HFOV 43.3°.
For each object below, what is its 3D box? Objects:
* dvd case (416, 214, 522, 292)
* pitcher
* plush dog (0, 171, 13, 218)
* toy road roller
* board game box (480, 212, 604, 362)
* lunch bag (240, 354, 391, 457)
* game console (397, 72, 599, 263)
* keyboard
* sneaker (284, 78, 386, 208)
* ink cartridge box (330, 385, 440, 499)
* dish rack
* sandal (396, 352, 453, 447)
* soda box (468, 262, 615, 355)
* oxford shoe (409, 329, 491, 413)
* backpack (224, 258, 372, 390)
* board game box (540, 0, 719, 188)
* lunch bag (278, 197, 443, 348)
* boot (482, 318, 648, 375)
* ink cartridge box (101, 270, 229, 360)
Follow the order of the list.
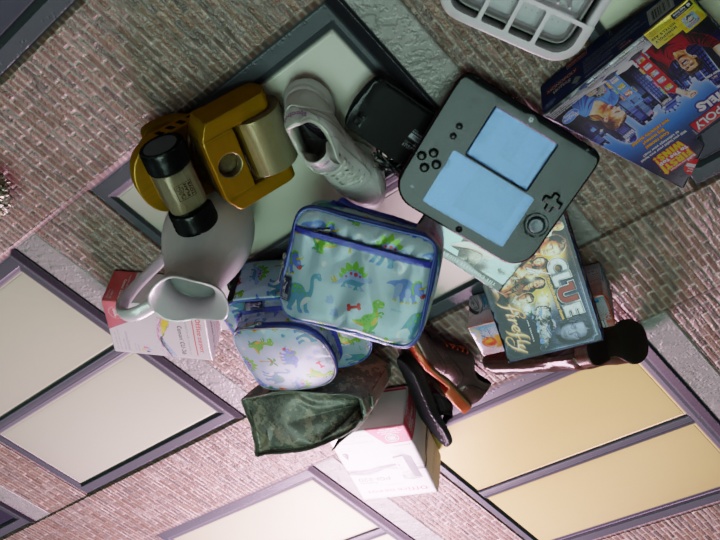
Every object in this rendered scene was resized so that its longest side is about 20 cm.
[{"bbox_3d":[0.175,-0.084,1.146,0.145,0.022,0.201,31,118,-8],"label":"dvd case"},{"bbox_3d":[-0.229,-0.020,1.191,0.170,0.201,0.122,-10,132,19],"label":"pitcher"},{"bbox_3d":[-0.596,-0.121,1.206,0.198,0.161,0.174,-10,109,18],"label":"plush dog"},{"bbox_3d":[-0.193,-0.151,1.135,0.199,0.146,0.124,-31,128,-14],"label":"toy road roller"},{"bbox_3d":[0.231,0.012,1.210,0.134,0.035,0.202,-16,103,22],"label":"board game box"},{"bbox_3d":[-0.055,0.201,1.391,0.198,0.164,0.119,-11,101,18],"label":"lunch bag"},{"bbox_3d":[0.162,-0.118,1.102,0.199,0.031,0.178,29,117,-8],"label":"game console"},{"bbox_3d":[0.063,-0.159,1.136,0.199,0.040,0.104,32,115,-26],"label":"keyboard"},{"bbox_3d":[-0.037,-0.136,1.121,0.074,0.100,0.200,-23,128,25],"label":"sneaker"},{"bbox_3d":[0.041,0.296,1.539,0.144,0.085,0.201,-10,133,18],"label":"ink cartridge box"},{"bbox_3d":[0.191,-0.331,0.937,0.170,0.044,0.201,20,133,-10],"label":"dish rack"},{"bbox_3d":[0.117,0.207,1.455,0.048,0.075,0.202,-33,125,-14],"label":"sandal"},{"bbox_3d":[0.255,0.056,1.283,0.198,0.069,0.064,-16,128,22],"label":"soda box"},{"bbox_3d":[0.128,0.130,1.391,0.072,0.071,0.200,-38,119,3],"label":"oxford shoe"},{"bbox_3d":[-0.082,0.078,1.303,0.197,0.148,0.184,-9,135,12],"label":"backpack"},{"bbox_3d":[0.346,-0.195,1.032,0.199,0.062,0.199,34,129,-24],"label":"board game box"},{"bbox_3d":[0.000,0.000,1.158,0.198,0.082,0.163,17,104,8],"label":"lunch bag"},{"bbox_3d":[0.300,0.121,1.341,0.185,0.065,0.199,0,168,-42],"label":"boot"},{"bbox_3d":[-0.280,0.071,1.379,0.197,0.068,0.117,4,135,5],"label":"ink cartridge box"}]
